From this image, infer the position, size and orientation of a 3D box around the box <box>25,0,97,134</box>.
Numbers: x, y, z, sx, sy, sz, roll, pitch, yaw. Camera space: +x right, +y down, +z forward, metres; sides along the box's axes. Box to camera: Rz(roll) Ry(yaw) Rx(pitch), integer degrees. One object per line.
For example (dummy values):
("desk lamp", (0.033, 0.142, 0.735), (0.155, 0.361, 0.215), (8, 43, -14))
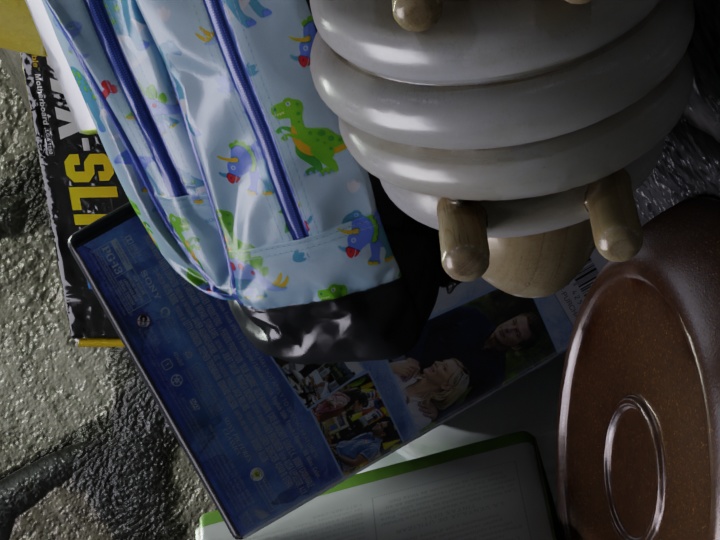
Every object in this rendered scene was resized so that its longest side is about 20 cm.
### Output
("box", (-0.089, -0.148, 1.044), (0.048, 0.122, 0.200), (-8, 110, 39))

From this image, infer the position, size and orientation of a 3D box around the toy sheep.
("toy sheep", (0.045, -0.080, 0.843), (0.138, 0.138, 0.200), (-134, 31, -53))

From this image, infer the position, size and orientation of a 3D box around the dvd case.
("dvd case", (0.000, 0.000, 1.080), (0.143, 0.200, 0.018), (60, 173, 3))

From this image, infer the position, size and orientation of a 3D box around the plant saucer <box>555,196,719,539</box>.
("plant saucer", (0.112, 0.073, 0.959), (0.200, 0.032, 0.201), (179, 90, -73))

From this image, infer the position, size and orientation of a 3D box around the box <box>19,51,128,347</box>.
("box", (-0.079, -0.062, 1.298), (0.049, 0.159, 0.200), (-48, -45, -61))

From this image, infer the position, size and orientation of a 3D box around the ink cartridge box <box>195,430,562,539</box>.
("ink cartridge box", (0.015, 0.157, 1.023), (0.200, 0.148, 0.076), (-96, -10, -64))

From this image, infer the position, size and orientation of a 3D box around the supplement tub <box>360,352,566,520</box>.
("supplement tub", (0.054, 0.117, 1.205), (0.145, 0.144, 0.200), (49, 144, 47))

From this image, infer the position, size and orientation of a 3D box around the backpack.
("backpack", (-0.039, -0.089, 0.945), (0.163, 0.154, 0.200), (-76, -19, -53))

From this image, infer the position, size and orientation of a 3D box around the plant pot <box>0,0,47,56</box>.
("plant pot", (-0.159, -0.181, 1.190), (0.142, 0.200, 0.200), (44, 169, 3))
